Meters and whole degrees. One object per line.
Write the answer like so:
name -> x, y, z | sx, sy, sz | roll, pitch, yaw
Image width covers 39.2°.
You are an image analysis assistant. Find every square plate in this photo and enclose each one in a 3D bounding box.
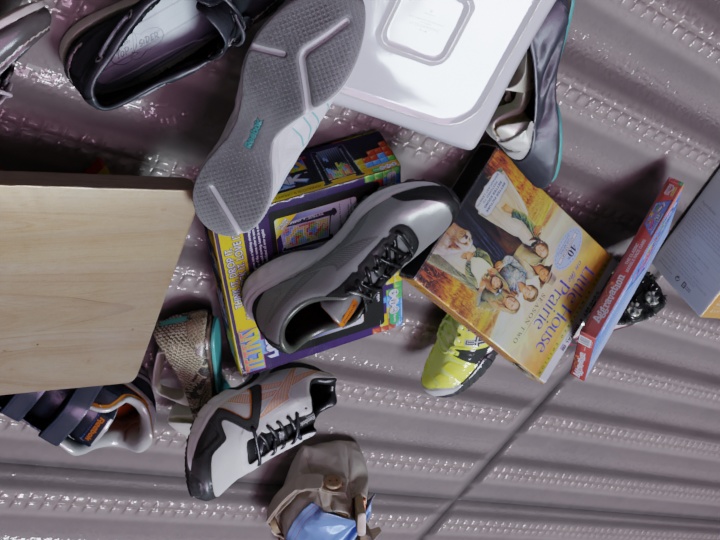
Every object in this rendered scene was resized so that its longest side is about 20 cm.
square plate -> 0.044, -0.191, 0.752 | 0.199, 0.029, 0.199 | 14, 126, -21

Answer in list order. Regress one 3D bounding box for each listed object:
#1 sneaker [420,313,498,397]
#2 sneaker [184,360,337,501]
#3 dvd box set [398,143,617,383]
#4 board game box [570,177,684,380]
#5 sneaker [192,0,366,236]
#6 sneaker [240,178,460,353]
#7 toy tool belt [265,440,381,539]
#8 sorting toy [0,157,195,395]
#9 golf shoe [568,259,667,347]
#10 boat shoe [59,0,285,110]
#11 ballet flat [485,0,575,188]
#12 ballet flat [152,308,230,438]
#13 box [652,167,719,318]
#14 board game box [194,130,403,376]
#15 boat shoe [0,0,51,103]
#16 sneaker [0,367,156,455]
sneaker -> 0.114, 0.040, 1.032 | 0.076, 0.075, 0.200 | 22, 107, -34
sneaker -> -0.088, 0.138, 0.921 | 0.200, 0.080, 0.074 | -48, 144, -51
dvd box set -> 0.144, -0.002, 0.953 | 0.200, 0.029, 0.147 | 38, 81, -31
board game box -> 0.270, 0.009, 1.028 | 0.200, 0.019, 0.103 | -55, 161, -22
sneaker -> -0.060, -0.122, 0.740 | 0.070, 0.080, 0.201 | 32, 113, -5
sneaker -> 0.000, 0.000, 0.830 | 0.200, 0.079, 0.074 | -34, 136, 3
toy tool belt -> -0.041, 0.295, 1.144 | 0.124, 0.123, 0.201 | -4, 133, -26
sorting toy -> -0.248, -0.002, 0.764 | 0.199, 0.070, 0.199 | -1, 130, -37
golf shoe -> 0.238, 0.045, 1.113 | 0.199, 0.077, 0.088 | -12, 156, -17
boat shoe -> -0.111, -0.171, 0.686 | 0.199, 0.066, 0.075 | -25, 136, -1
ballet flat -> 0.133, -0.152, 0.849 | 0.073, 0.073, 0.201 | -15, 130, -16
ballet flat -> -0.155, 0.116, 0.959 | 0.075, 0.068, 0.201 | -5, 131, 4
box -> 0.437, -0.049, 1.101 | 0.124, 0.098, 0.200 | 6, 127, -34
board game box -> -0.047, -0.011, 0.893 | 0.165, 0.057, 0.201 | -16, 137, -13
boat shoe -> -0.272, -0.103, 0.656 | 0.199, 0.067, 0.057 | -30, 111, 9
sneaker -> -0.257, 0.104, 0.869 | 0.200, 0.080, 0.078 | 22, 118, -40
